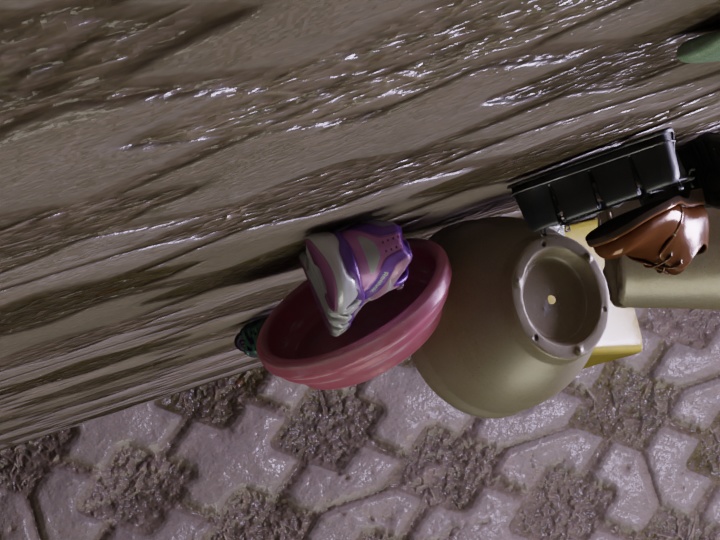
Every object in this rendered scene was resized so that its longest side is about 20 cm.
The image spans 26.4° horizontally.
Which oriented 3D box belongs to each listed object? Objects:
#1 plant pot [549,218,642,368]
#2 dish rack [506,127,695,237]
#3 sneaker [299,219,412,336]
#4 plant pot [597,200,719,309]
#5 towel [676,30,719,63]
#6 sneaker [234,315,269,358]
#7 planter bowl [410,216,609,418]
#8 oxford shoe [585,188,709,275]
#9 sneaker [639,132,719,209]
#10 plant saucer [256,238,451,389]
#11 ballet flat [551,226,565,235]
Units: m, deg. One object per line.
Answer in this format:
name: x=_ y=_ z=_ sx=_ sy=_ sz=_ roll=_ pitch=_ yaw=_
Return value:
plant pot: x=0.237 y=0.049 z=2.119 sx=0.199 sy=0.197 sz=0.194 roll=-4 pitch=167 yaw=-45
dish rack: x=0.230 y=-0.078 z=1.404 sx=0.152 sy=0.055 sz=0.200 roll=-18 pitch=177 yaw=19
sneaker: x=0.000 y=0.000 z=1.312 sx=0.088 sy=0.081 sz=0.200 roll=-25 pitch=175 yaw=-9
plant pot: x=0.381 y=-0.032 z=1.813 sx=0.181 sy=0.203 sz=0.200 roll=-7 pitch=175 yaw=-2
towel: x=0.299 y=-0.164 z=0.869 sx=0.152 sy=0.024 sz=0.199 roll=-13 pitch=174 yaw=-46
sneaker: x=-0.118 y=0.092 z=1.933 sx=0.086 sy=0.075 sz=0.200 roll=-13 pitch=176 yaw=0
planter bowl: x=0.158 y=0.037 z=1.492 sx=0.198 sy=0.203 sz=0.134 roll=-15 pitch=178 yaw=-33
oxford shoe: x=0.274 y=-0.028 z=1.410 sx=0.071 sy=0.072 sz=0.199 roll=-18 pitch=177 yaw=39
sneaker: x=0.366 y=-0.102 z=1.520 sx=0.113 sy=0.077 sz=0.199 roll=-18 pitch=179 yaw=-19
plant saucer: x=-0.001 y=0.046 z=1.432 sx=0.199 sy=0.051 sz=0.201 roll=-23 pitch=-157 yaw=11
ballet flat: x=0.203 y=-0.021 z=1.875 sx=0.071 sy=0.073 sz=0.199 roll=-21 pitch=174 yaw=36
